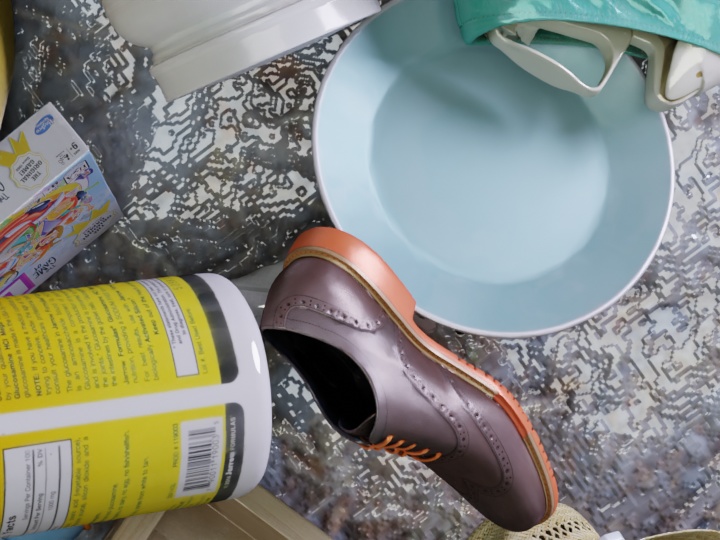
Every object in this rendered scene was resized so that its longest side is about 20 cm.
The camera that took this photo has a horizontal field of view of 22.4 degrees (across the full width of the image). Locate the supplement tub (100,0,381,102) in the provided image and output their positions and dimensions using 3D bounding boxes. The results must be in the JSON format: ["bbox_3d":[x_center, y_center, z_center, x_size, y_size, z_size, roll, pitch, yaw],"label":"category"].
[{"bbox_3d":[-0.082,-0.200,0.917,0.143,0.144,0.202,-22,97,4],"label":"supplement tub"}]

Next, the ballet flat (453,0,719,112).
[{"bbox_3d":[0.142,-0.121,0.956,0.198,0.067,0.071,11,85,-5],"label":"ballet flat"}]

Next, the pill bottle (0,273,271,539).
[{"bbox_3d":[-0.151,0.067,0.865,0.198,0.112,0.114,-6,98,-23],"label":"pill bottle"}]

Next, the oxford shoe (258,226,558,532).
[{"bbox_3d":[0.021,0.073,0.917,0.200,0.073,0.071,46,139,-16],"label":"oxford shoe"}]

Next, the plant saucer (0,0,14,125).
[{"bbox_3d":[-0.246,-0.059,0.919,0.199,0.200,0.049,-39,109,6],"label":"plant saucer"}]

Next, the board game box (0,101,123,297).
[{"bbox_3d":[-0.216,0.007,0.930,0.200,0.135,0.034,-40,82,-7],"label":"board game box"}]

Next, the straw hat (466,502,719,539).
[{"bbox_3d":[0.096,0.175,0.989,0.201,0.201,0.085,-39,57,5],"label":"straw hat"}]

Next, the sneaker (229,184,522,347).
[{"bbox_3d":[0.000,0.000,0.985,0.198,0.075,0.082,-7,88,-5],"label":"sneaker"}]

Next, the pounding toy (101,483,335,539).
[{"bbox_3d":[-0.111,0.218,0.967,0.183,0.142,0.201,36,63,-4],"label":"pounding toy"}]

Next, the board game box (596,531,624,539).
[{"bbox_3d":[0.081,0.232,0.944,0.199,0.200,0.026,-37,57,1],"label":"board game box"}]

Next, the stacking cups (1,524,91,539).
[{"bbox_3d":[-0.181,0.135,0.982,0.061,0.060,0.200,46,70,-5],"label":"stacking cups"}]

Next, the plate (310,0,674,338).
[{"bbox_3d":[0.070,-0.059,0.963,0.198,0.026,0.202,4,71,-11],"label":"plate"}]
